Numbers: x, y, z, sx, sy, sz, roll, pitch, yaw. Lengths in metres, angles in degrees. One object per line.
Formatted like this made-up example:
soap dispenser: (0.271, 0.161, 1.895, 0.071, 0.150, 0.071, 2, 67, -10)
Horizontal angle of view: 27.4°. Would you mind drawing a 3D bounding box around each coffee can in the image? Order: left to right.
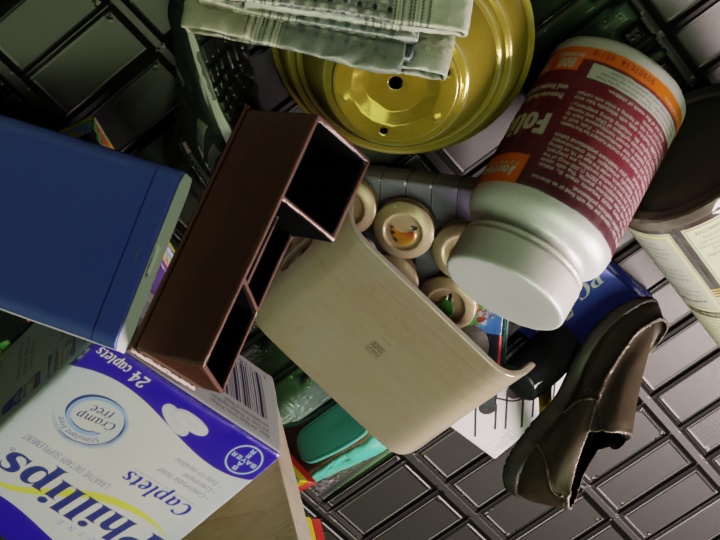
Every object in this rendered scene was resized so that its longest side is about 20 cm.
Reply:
coffee can: (0.307, -0.029, 1.179, 0.146, 0.147, 0.200, -35, 121, 14)

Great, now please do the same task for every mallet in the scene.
mallet: (0.153, 0.136, 1.263, 0.066, 0.041, 0.200, -33, 138, -32)

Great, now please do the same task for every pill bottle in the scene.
pill bottle: (0.151, -0.064, 1.097, 0.114, 0.114, 0.200, 41, 69, -28)

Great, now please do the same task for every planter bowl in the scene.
planter bowl: (0.027, -0.153, 1.075, 0.200, 0.084, 0.201, 3, 125, 4)

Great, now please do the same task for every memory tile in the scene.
memory tile: (0.000, 0.000, 1.187, 0.199, 0.017, 0.154, 21, 120, 5)

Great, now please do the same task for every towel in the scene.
towel: (-0.013, -0.237, 0.997, 0.192, 0.035, 0.201, 10, 85, -7)

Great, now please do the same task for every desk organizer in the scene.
desk organizer: (-0.075, -0.013, 1.042, 0.072, 0.077, 0.200, 38, 69, -43)

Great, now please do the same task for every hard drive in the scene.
hard drive: (-0.233, -0.035, 1.047, 0.199, 0.025, 0.132, 18, 81, 17)

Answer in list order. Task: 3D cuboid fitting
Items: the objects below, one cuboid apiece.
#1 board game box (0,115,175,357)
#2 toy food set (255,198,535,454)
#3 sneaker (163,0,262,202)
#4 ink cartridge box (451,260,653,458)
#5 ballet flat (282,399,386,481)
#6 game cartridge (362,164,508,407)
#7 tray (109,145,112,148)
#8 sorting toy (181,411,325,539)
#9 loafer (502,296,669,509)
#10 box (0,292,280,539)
board game box: (-0.233, 0.002, 1.149, 0.165, 0.057, 0.200, -23, 122, 8)
toy food set: (0.022, 0.045, 1.170, 0.200, 0.060, 0.143, 44, 131, -7)
sneaker: (-0.120, -0.110, 1.111, 0.087, 0.076, 0.201, -9, 115, 22)
ink cartridge box: (0.154, 0.069, 1.279, 0.094, 0.044, 0.200, 37, 111, -28)
ballet flat: (-0.044, 0.161, 1.291, 0.200, 0.068, 0.070, -27, 153, 29)
game cartridge: (0.059, 0.016, 1.206, 0.129, 0.038, 0.201, 9, 119, 16)
tray: (-0.230, -0.010, 1.187, 0.107, 0.022, 0.201, -10, 123, -3)
sorting toy: (-0.117, 0.218, 1.245, 0.200, 0.199, 0.070, -29, 154, 29)
loafer: (0.199, 0.114, 1.208, 0.200, 0.071, 0.073, -55, 150, -5)
box: (-0.195, 0.126, 1.141, 0.200, 0.105, 0.184, -41, 122, 19)
